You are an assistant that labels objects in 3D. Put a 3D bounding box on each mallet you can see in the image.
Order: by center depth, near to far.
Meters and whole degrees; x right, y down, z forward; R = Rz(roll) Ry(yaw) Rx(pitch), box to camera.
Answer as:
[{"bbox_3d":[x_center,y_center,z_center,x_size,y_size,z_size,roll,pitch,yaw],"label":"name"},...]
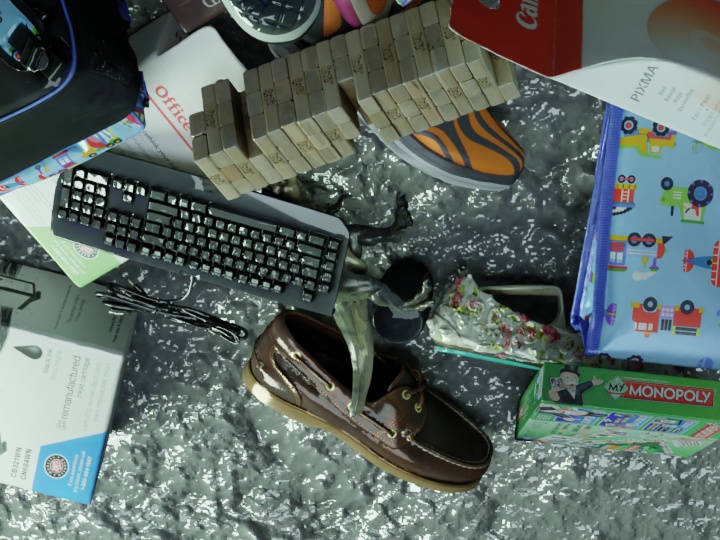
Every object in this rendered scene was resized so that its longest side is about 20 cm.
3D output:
[{"bbox_3d":[-0.039,-0.011,1.292,0.199,0.066,0.041,25,117,6],"label":"mallet"}]

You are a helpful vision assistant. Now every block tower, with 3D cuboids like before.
[{"bbox_3d":[-0.006,-0.109,1.123,0.199,0.054,0.058,-18,150,13],"label":"block tower"}]

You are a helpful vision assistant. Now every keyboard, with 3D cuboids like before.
[{"bbox_3d":[-0.111,-0.006,1.210,0.199,0.021,0.128,16,124,6],"label":"keyboard"}]

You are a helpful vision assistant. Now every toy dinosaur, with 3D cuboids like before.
[{"bbox_3d":[0.000,0.000,1.224,0.088,0.048,0.201,-17,114,10],"label":"toy dinosaur"}]

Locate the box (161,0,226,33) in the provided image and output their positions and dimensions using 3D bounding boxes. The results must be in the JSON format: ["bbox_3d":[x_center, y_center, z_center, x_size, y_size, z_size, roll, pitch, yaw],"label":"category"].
[{"bbox_3d":[-0.120,-0.258,1.114,0.100,0.075,0.200,-25,118,25],"label":"box"}]

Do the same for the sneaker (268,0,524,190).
[{"bbox_3d":[0.044,-0.139,1.176,0.199,0.078,0.112,32,120,-15],"label":"sneaker"}]

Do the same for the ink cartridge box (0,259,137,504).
[{"bbox_3d":[-0.275,0.072,1.328,0.199,0.084,0.147,13,122,-5],"label":"ink cartridge box"}]

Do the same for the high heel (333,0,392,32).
[{"bbox_3d":[-0.038,-0.236,1.097,0.096,0.067,0.201,10,127,35],"label":"high heel"}]

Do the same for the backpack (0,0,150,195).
[{"bbox_3d":[-0.239,-0.164,1.139,0.182,0.134,0.201,-25,73,22],"label":"backpack"}]

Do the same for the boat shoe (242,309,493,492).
[{"bbox_3d":[0.013,0.095,1.328,0.199,0.071,0.070,25,125,-11],"label":"boat shoe"}]

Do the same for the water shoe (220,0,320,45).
[{"bbox_3d":[-0.088,-0.219,1.046,0.071,0.079,0.201,-23,90,-5],"label":"water shoe"}]

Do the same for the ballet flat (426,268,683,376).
[{"bbox_3d":[0.147,0.046,1.294,0.199,0.076,0.064,14,89,-10],"label":"ballet flat"}]

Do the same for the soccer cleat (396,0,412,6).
[{"bbox_3d":[0.087,-0.211,1.087,0.199,0.065,0.084,-22,86,-25],"label":"soccer cleat"}]

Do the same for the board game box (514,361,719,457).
[{"bbox_3d":[0.182,0.100,1.265,0.134,0.200,0.029,5,78,0],"label":"board game box"}]

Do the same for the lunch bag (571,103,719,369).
[{"bbox_3d":[0.230,-0.042,1.200,0.150,0.094,0.201,6,102,-1],"label":"lunch bag"}]

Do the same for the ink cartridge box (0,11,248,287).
[{"bbox_3d":[-0.144,-0.090,1.227,0.199,0.067,0.117,-28,117,20],"label":"ink cartridge box"}]

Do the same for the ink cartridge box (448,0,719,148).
[{"bbox_3d":[0.157,-0.162,1.104,0.199,0.163,0.050,24,126,-10],"label":"ink cartridge box"}]
